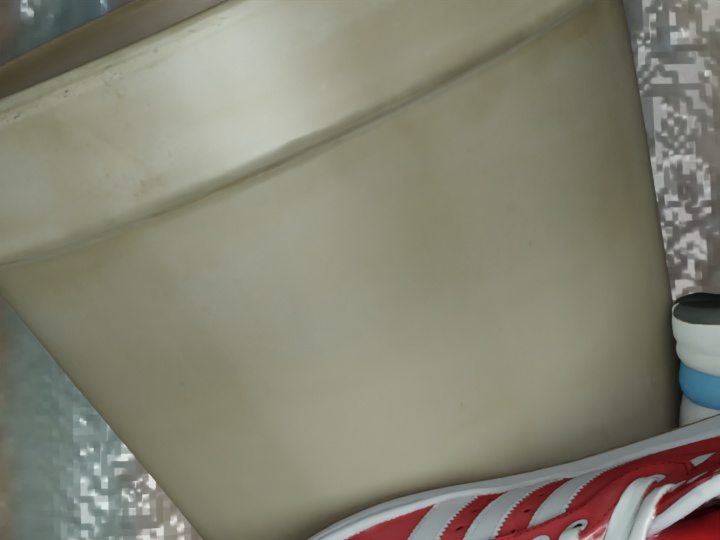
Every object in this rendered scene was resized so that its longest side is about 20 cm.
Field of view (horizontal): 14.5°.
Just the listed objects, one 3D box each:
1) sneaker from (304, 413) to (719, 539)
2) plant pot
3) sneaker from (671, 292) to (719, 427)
[{"bbox_3d":[0.048,0.081,0.628,0.200,0.112,0.071,-22,96,-2],"label":"sneaker"},{"bbox_3d":[0.000,0.000,0.743,0.200,0.200,0.174,-25,100,-6],"label":"plant pot"},{"bbox_3d":[0.153,0.060,0.759,0.200,0.075,0.087,9,93,-35],"label":"sneaker"}]
